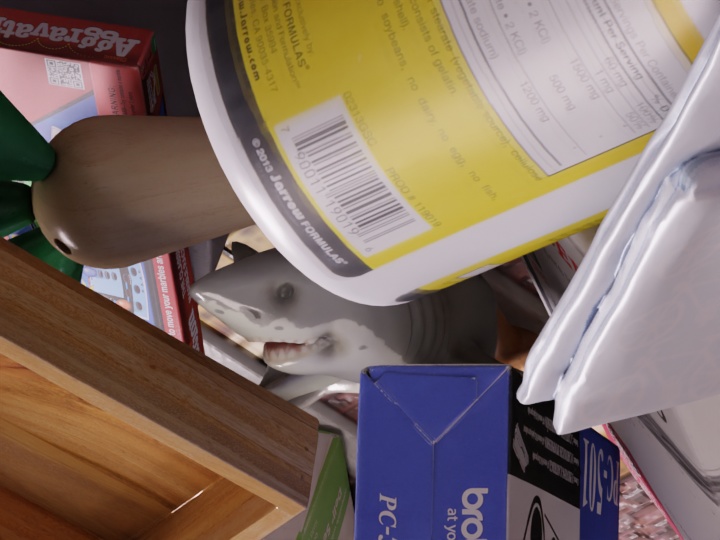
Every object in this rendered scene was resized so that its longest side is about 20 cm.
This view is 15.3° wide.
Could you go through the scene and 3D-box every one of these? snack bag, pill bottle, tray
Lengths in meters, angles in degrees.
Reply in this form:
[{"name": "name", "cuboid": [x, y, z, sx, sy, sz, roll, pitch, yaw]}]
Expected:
[{"name": "snack bag", "cuboid": [0.148, -0.038, 0.639, 0.188, 0.021, 0.200, -11, 147, -26]}, {"name": "pill bottle", "cuboid": [0.063, -0.074, 0.671, 0.200, 0.112, 0.112, -23, 127, 28]}, {"name": "tray", "cuboid": [-0.121, 0.029, 0.754, 0.200, 0.037, 0.099, 31, 134, -25]}]

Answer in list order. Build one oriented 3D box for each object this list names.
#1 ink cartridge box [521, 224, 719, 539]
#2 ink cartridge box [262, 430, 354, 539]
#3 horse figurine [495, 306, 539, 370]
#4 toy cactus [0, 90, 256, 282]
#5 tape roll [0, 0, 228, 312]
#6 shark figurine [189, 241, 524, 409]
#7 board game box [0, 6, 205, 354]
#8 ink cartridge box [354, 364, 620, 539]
[{"name": "ink cartridge box", "cuboid": [0.110, 0.013, 0.811, 0.085, 0.146, 0.200, -30, 131, -4]}, {"name": "ink cartridge box", "cuboid": [-0.060, 0.144, 1.130, 0.117, 0.067, 0.200, 8, 142, 14]}, {"name": "horse figurine", "cuboid": [0.036, 0.008, 0.931, 0.132, 0.050, 0.200, -9, 137, 24]}, {"name": "toy cactus", "cuboid": [-0.111, -0.023, 0.802, 0.165, 0.102, 0.200, -8, 136, 3]}, {"name": "tape roll", "cuboid": [-0.136, -0.053, 0.915, 0.200, 0.066, 0.200, 11, 143, 9]}, {"name": "shark figurine", "cuboid": [0.012, 0.003, 0.831, 0.128, 0.090, 0.214, 4, 172, -3]}, {"name": "board game box", "cuboid": [-0.108, -0.012, 0.885, 0.103, 0.019, 0.200, 10, 142, 12]}, {"name": "ink cartridge box", "cuboid": [0.042, 0.087, 0.787, 0.044, 0.094, 0.200, 0, 171, 13]}]
